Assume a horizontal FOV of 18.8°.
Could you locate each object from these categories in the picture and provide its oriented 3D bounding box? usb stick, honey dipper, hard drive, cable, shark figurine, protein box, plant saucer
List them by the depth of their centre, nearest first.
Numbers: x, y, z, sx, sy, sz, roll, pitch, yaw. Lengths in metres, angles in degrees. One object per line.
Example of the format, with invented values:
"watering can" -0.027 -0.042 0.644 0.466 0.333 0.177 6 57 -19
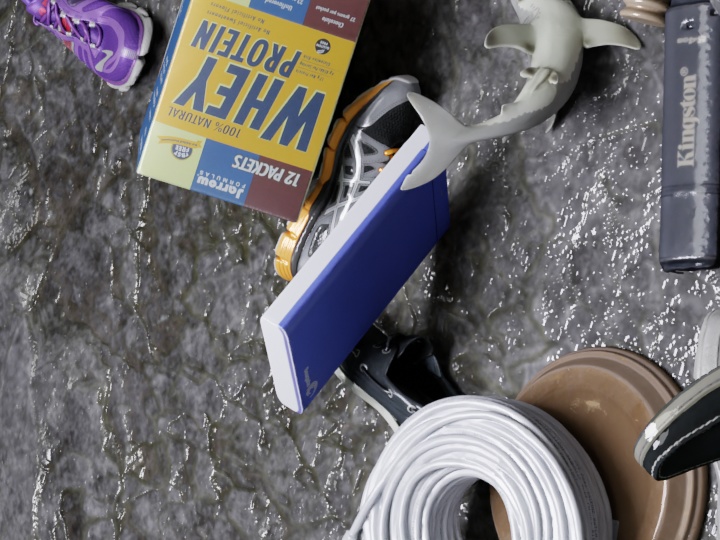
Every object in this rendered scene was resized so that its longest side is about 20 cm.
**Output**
"usb stick" 0.239 -0.097 1.553 0.055 0.033 0.201 -5 80 46
"cable" 0.089 0.191 1.582 0.200 0.069 0.201 31 108 34
"plant saucer" 0.166 0.154 1.591 0.200 0.029 0.201 -9 77 44
"honey dipper" 0.230 -0.279 1.592 0.038 0.038 0.201 14 92 46
"shark figurine" 0.125 -0.127 1.629 0.128 0.215 0.090 22 143 17
"hard drive" 0.000 0.000 1.650 0.025 0.132 0.200 30 66 21
"protein box" -0.089 -0.169 1.767 0.199 0.134 0.201 -112 39 -77

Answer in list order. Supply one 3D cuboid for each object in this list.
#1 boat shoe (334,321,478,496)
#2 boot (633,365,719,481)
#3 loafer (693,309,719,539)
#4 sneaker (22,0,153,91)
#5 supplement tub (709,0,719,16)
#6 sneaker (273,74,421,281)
"boat shoe" 0.037 0.083 1.699 0.200 0.074 0.066 54 126 33
"boot" 0.292 0.121 1.380 0.203 0.074 0.154 -25 63 -4
"loafer" 0.271 0.122 1.464 0.070 0.070 0.201 -15 78 36
"sneaker" -0.269 -0.232 2.063 0.200 0.083 0.081 36 110 42
"supplement tub" 0.283 -0.247 1.468 0.122 0.122 0.201 -26 66 41
"sneaker" 0.006 -0.065 1.768 0.077 0.078 0.201 35 111 25
